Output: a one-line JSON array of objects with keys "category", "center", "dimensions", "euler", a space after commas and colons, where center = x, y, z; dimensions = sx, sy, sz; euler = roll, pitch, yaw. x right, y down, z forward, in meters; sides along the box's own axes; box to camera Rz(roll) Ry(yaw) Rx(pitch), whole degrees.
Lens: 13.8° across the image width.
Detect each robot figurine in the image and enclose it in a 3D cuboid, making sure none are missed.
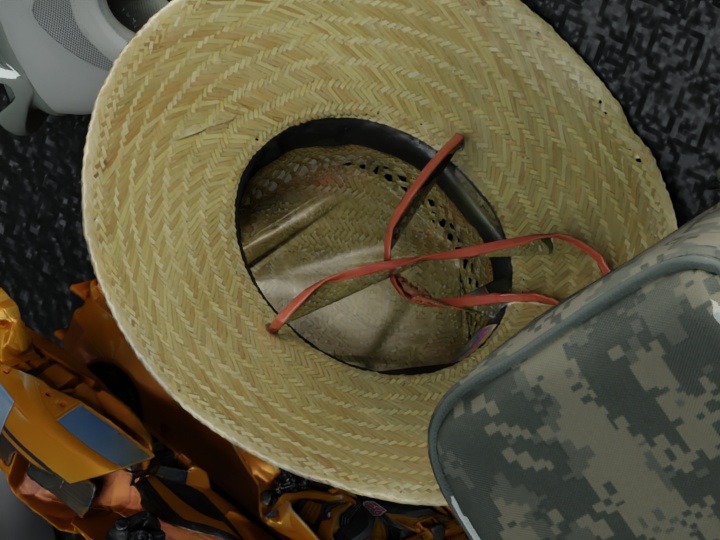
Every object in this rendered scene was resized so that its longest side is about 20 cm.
[{"category": "robot figurine", "center": [-0.047, 0.068, 0.983], "dimensions": [0.200, 0.145, 0.058], "euler": [35, 119, 26]}]

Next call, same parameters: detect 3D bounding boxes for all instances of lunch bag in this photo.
[{"category": "lunch bag", "center": [0.140, 0.069, 0.867], "dimensions": [0.139, 0.168, 0.200], "euler": [-34, 90, 39]}]

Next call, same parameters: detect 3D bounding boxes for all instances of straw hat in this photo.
[{"category": "straw hat", "center": [0.000, 0.000, 0.971], "dimensions": [0.201, 0.201, 0.085], "euler": [49, 156, 9]}]

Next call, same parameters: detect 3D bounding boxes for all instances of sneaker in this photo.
[{"category": "sneaker", "center": [-0.110, -0.147, 0.998], "dimensions": [0.088, 0.074, 0.201], "euler": [-11, 117, 25]}]

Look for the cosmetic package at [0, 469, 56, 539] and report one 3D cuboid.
[{"category": "cosmetic package", "center": [-0.231, 0.130, 1.068], "dimensions": [0.199, 0.166, 0.168], "euler": [-24, 89, 26]}]
